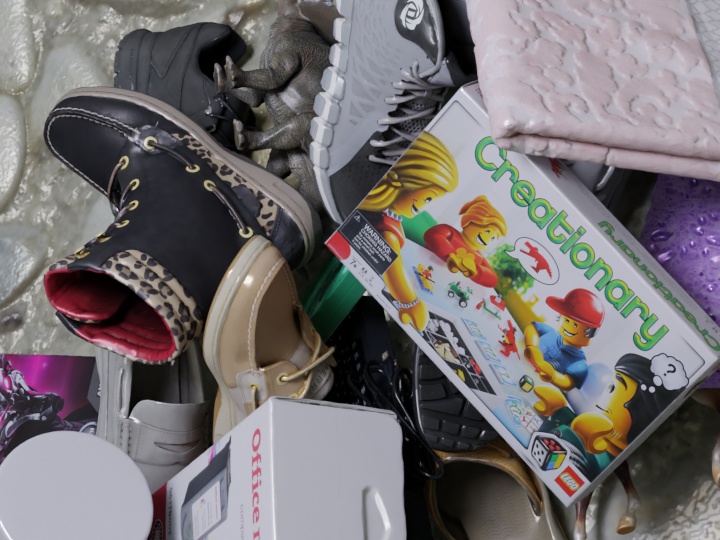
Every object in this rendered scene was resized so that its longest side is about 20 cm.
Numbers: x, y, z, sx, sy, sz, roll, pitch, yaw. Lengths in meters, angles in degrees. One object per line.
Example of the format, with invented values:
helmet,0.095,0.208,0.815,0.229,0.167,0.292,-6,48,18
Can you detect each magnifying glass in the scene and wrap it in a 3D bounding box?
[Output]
magnifying glass,0.000,0.000,1.468,0.080,0.022,0.200,-64,9,-25

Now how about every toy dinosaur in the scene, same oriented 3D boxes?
toy dinosaur,-0.034,-0.097,1.564,0.102,0.077,0.200,-10,77,-14

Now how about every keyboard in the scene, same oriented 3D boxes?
keyboard,0.000,0.097,1.454,0.104,0.040,0.200,-52,38,39

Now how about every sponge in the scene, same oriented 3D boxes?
sponge,0.211,-0.025,1.360,0.112,0.030,0.200,-4,52,34

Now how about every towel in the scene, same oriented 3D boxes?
towel,0.152,-0.125,1.355,0.200,0.191,0.032,-97,18,-49

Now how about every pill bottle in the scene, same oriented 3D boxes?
pill bottle,-0.193,0.186,1.489,0.200,0.114,0.114,117,143,-52

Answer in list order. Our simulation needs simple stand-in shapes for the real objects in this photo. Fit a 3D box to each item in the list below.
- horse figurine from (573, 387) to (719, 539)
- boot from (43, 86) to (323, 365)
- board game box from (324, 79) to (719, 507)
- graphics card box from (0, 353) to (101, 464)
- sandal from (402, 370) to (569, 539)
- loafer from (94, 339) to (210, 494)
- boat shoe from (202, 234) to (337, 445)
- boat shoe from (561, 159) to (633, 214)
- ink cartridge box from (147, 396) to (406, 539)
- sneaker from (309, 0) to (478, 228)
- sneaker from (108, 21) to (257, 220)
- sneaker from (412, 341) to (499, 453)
horse figurine,0.168,0.076,1.373,0.200,0.050,0.133,-28,54,26
boot,-0.142,-0.029,1.506,0.200,0.151,0.073,31,135,15
board game box,0.089,0.012,1.322,0.200,0.035,0.126,47,118,11
graphics card box,-0.227,0.120,1.637,0.200,0.051,0.126,2,73,34
sandal,0.068,0.131,1.422,0.080,0.054,0.200,-38,55,18
loafer,-0.128,0.095,1.541,0.070,0.070,0.200,-17,80,57
boat shoe,-0.047,0.057,1.462,0.069,0.200,0.074,25,58,17
boat shoe,0.126,-0.073,1.452,0.074,0.065,0.200,30,91,38
ink cartridge box,-0.054,0.174,1.420,0.200,0.086,0.148,136,136,-55
sneaker,0.031,-0.102,1.477,0.115,0.075,0.200,25,118,51
sneaker,-0.113,-0.079,1.622,0.091,0.076,0.200,-14,67,23
sneaker,0.064,0.008,1.425,0.088,0.076,0.200,165,115,-72
